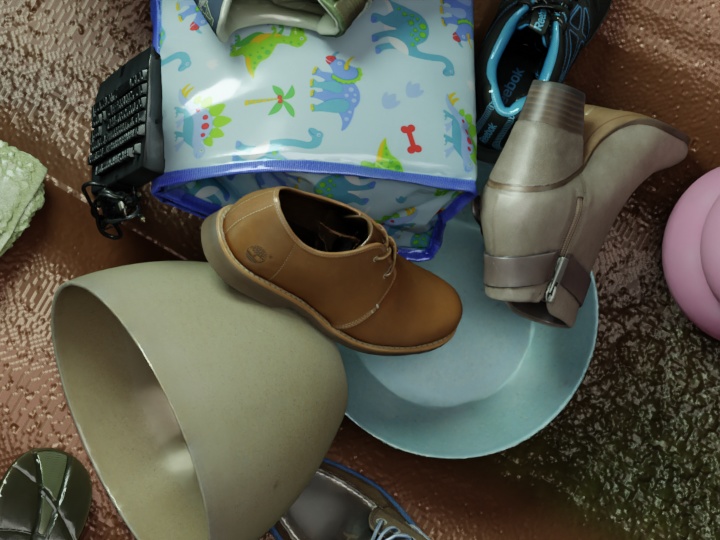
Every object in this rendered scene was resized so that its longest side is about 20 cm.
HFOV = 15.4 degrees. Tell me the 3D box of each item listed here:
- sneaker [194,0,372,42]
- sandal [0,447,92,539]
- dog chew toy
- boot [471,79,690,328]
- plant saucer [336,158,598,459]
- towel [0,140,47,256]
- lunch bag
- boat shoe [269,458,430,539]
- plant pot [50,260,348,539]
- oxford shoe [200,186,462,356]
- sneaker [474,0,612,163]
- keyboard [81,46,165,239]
[{"bbox_3d":[-0.007,-0.179,1.621,0.200,0.067,0.090,-5,58,-2],"label":"sneaker"},{"bbox_3d":[-0.237,0.205,1.697,0.082,0.055,0.200,28,69,-12],"label":"sandal"},{"bbox_3d":[0.266,-0.014,1.699,0.124,0.200,0.125,0,87,-8],"label":"dog chew toy"},{"bbox_3d":[0.140,-0.036,1.709,0.200,0.070,0.147,14,86,-50],"label":"boot"},{"bbox_3d":[0.054,0.026,1.741,0.200,0.039,0.202,2,79,-10],"label":"plant saucer"},{"bbox_3d":[-0.307,-0.019,1.702,0.148,0.036,0.200,34,84,-4],"label":"towel"},{"bbox_3d":[-0.035,-0.108,1.676,0.199,0.127,0.170,7,61,-16],"label":"lunch bag"},{"bbox_3d":[0.020,0.187,1.719,0.200,0.072,0.072,37,83,-5],"label":"boat shoe"},{"bbox_3d":[-0.087,0.074,1.659,0.134,0.200,0.201,-25,91,-23],"label":"plant pot"},{"bbox_3d":[0.000,0.000,1.628,0.200,0.071,0.071,21,48,-41],"label":"oxford shoe"},{"bbox_3d":[0.124,-0.166,1.739,0.073,0.082,0.200,22,74,-2],"label":"sneaker"},{"bbox_3d":[-0.156,-0.075,1.642,0.040,0.200,0.104,-2,87,-14],"label":"keyboard"}]
